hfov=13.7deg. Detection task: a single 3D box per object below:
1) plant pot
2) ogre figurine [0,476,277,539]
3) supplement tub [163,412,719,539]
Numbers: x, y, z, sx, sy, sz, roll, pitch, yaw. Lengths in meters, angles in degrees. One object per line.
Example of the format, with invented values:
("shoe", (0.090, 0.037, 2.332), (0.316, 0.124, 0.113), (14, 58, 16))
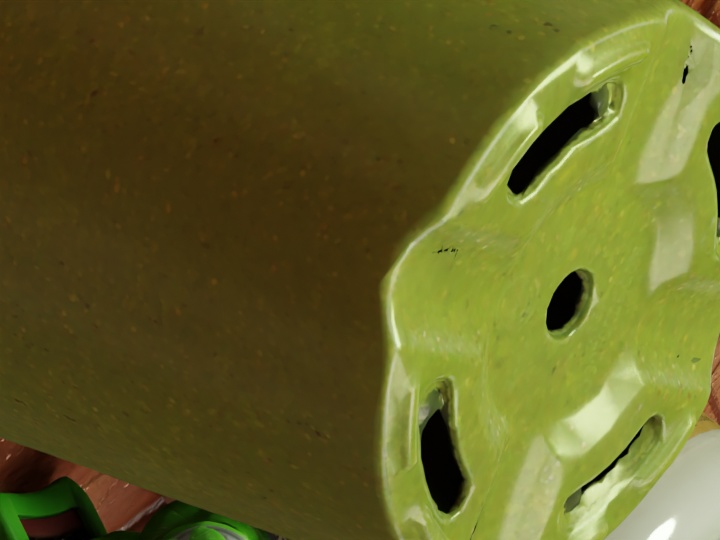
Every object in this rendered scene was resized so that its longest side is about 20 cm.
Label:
("plant pot", (-0.023, -0.023, 0.631), (0.200, 0.189, 0.201), (-30, 133, -38))
("ogre figurine", (-0.096, 0.116, 0.911), (0.200, 0.098, 0.120), (-52, 171, 26))
("supplement tub", (0.046, 0.083, 1.006), (0.145, 0.200, 0.145), (-41, 157, -22))
